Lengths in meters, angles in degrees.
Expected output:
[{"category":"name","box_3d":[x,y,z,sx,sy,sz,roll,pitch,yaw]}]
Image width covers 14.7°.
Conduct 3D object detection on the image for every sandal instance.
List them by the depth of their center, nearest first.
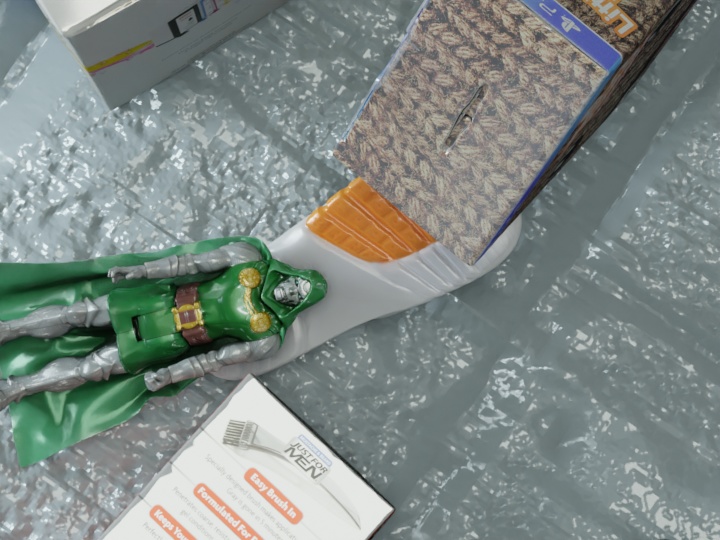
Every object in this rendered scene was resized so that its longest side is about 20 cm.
[{"category":"sandal","box_3d":[-0.004,-0.007,1.548,0.206,0.059,0.079,-26,92,19]}]

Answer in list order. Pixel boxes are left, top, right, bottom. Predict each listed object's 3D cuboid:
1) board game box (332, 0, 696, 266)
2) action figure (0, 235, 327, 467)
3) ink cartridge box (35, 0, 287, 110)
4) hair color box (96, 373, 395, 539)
[{"category":"board game box","box_3d":[0.100,-0.128,1.463,0.097,0.160,0.200,39,46,5]},{"category":"action figure","box_3d":[-0.113,0.029,1.528,0.199,0.055,0.119,-15,94,11]},{"category":"ink cartridge box","box_3d":[-0.123,-0.199,1.499,0.144,0.200,0.148,-32,83,-3]},{"category":"hair color box","box_3d":[-0.086,0.168,1.523,0.111,0.064,0.200,43,87,5]}]
